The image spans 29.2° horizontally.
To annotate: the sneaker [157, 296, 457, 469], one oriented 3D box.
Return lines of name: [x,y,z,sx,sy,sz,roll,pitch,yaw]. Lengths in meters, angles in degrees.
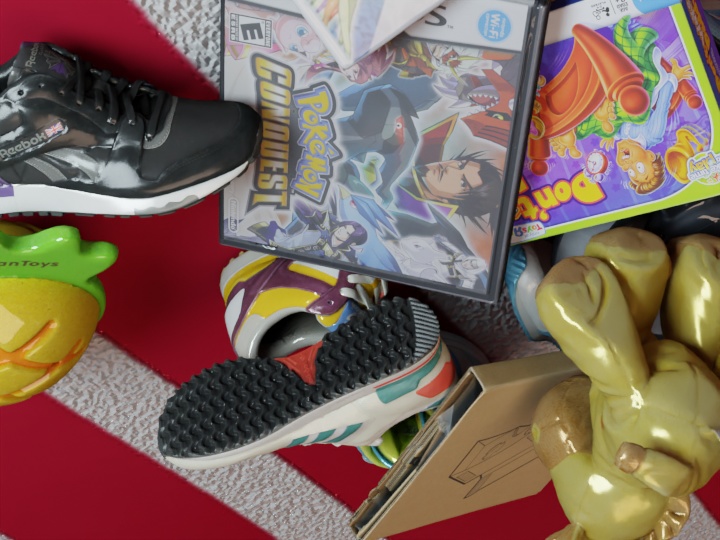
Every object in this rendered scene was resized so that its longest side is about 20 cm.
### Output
sneaker: [-0.029,0.093,0.880,0.198,0.071,0.094,-23,136,9]

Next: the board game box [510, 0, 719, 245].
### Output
board game box: [0.109,-0.091,0.799,0.198,0.045,0.135,-14,118,29]

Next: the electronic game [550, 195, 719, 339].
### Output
electronic game: [0.220,-0.023,0.900,0.197,0.042,0.201,-8,136,-8]

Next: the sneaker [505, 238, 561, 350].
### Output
sneaker: [0.163,0.017,0.993,0.080,0.077,0.199,-23,150,25]

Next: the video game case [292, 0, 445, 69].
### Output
video game case: [0.007,-0.227,0.666,0.181,0.022,0.201,-33,113,15]

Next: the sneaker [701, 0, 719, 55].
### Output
sneaker: [0.208,-0.124,0.854,0.198,0.090,0.079,17,125,-34]

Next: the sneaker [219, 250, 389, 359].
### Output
sneaker: [0.000,0.000,0.909,0.199,0.091,0.075,-33,137,16]

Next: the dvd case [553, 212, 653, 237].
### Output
dvd case: [0.246,-0.038,0.975,0.198,0.025,0.150,18,147,-34]

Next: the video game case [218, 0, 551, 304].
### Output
video game case: [0.006,-0.082,0.792,0.179,0.026,0.202,12,128,9]

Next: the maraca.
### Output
maraca: [-0.215,0.018,0.817,0.136,0.108,0.200,-4,159,-26]

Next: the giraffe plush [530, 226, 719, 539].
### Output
giraffe plush: [0.169,0.096,0.844,0.170,0.202,0.163,1,144,-21]

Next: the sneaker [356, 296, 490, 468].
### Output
sneaker: [0.045,0.103,1.005,0.079,0.131,0.199,-42,134,22]

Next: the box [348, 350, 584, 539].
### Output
box: [0.102,0.115,0.954,0.199,0.021,0.164,-5,139,-45]

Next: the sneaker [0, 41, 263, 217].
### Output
sneaker: [-0.155,-0.082,0.760,0.197,0.076,0.088,-6,129,3]
